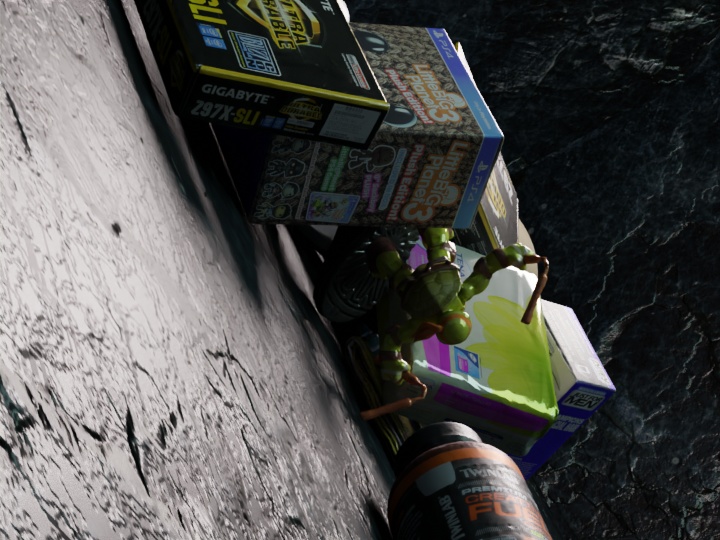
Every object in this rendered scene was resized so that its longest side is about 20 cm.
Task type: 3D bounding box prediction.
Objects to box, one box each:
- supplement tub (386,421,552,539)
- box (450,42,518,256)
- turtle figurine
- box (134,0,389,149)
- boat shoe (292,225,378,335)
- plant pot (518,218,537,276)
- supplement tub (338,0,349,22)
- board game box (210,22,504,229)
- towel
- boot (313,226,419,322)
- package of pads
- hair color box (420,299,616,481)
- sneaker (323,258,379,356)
[{"bbox_3d":[0.079,0.193,1.308,0.107,0.107,0.200,59,5,-35],"label":"supplement tub"},{"bbox_3d":[0.102,-0.090,1.770,0.160,0.049,0.200,-86,157,-52],"label":"box"},{"bbox_3d":[0.053,0.022,1.539,0.064,0.200,0.161,41,12,-34],"label":"turtle figurine"},{"bbox_3d":[-0.083,-0.180,1.424,0.159,0.049,0.200,7,38,-26],"label":"box"},{"bbox_3d":[0.000,0.000,1.789,0.200,0.091,0.071,35,47,3],"label":"boat shoe"},{"bbox_3d":[0.078,0.007,1.965,0.201,0.200,0.134,62,14,4],"label":"plant pot"},{"bbox_3d":[-0.099,-0.253,1.726,0.201,0.145,0.145,61,4,-16],"label":"supplement tub"},{"bbox_3d":[-0.008,-0.122,1.534,0.160,0.199,0.097,-114,-147,-45],"label":"board game box"},{"bbox_3d":[0.039,0.147,1.679,0.144,0.023,0.200,63,4,25],"label":"towel"},{"bbox_3d":[-0.031,-0.059,1.686,0.200,0.165,0.066,34,-5,45],"label":"boot"},{"bbox_3d":[0.094,0.061,1.656,0.154,0.068,0.200,20,38,-20],"label":"package of pads"},{"bbox_3d":[0.143,0.135,1.791,0.065,0.200,0.110,14,38,-39],"label":"hair color box"},{"bbox_3d":[0.007,0.005,1.882,0.091,0.077,0.201,178,-111,-83],"label":"sneaker"}]
